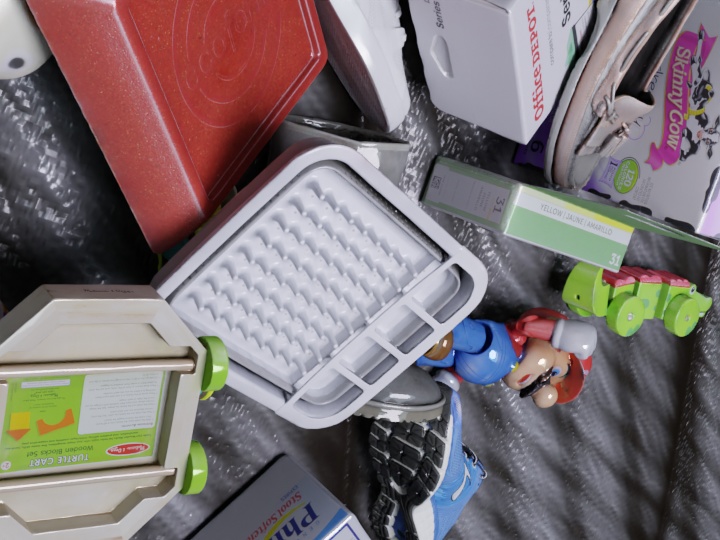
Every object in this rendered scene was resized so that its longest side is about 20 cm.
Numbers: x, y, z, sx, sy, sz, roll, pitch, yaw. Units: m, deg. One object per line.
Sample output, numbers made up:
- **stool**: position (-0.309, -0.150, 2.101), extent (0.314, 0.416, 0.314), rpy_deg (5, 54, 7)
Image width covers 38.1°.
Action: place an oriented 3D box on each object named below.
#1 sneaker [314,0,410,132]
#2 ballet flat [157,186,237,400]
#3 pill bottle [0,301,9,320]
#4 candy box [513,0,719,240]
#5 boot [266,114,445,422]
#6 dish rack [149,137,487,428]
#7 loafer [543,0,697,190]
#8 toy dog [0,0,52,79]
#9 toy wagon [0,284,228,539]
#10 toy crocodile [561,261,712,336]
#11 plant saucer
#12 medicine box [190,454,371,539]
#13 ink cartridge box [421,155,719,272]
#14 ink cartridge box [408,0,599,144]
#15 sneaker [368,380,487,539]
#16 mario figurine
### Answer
- **sneaker**: position (0.018, -0.202, 0.707), extent (0.115, 0.074, 0.201), rpy_deg (-35, 125, -15)
- **ballet flat**: position (-0.107, -0.007, 0.711), extent (0.067, 0.066, 0.202), rpy_deg (-29, 124, -43)
- **pill bottle**: position (-0.244, 0.071, 0.612), extent (0.112, 0.112, 0.201), rpy_deg (-35, 126, -18)
- **candy box**: position (0.233, -0.131, 0.808), extent (0.071, 0.200, 0.169), rpy_deg (10, 103, -38)
- **boot**: position (0.001, 0.001, 0.765), extent (0.180, 0.073, 0.202), rpy_deg (14, 97, -15)
- **dish rack**: position (-0.028, 0.009, 0.669), extent (0.171, 0.044, 0.200), rpy_deg (-41, 136, 12)
- **loafer**: position (0.189, -0.140, 0.742), extent (0.072, 0.063, 0.201), rpy_deg (-28, 141, -50)
- **toy dog**: position (-0.229, -0.181, 0.519), extent (0.201, 0.139, 0.195), rpy_deg (58, 37, -35)
- **toy wagon**: position (-0.161, 0.106, 0.588), extent (0.154, 0.040, 0.202), rpy_deg (1, 110, -35)
- **toy crocodile**: position (0.262, 0.022, 0.981), extent (0.199, 0.067, 0.062), rpy_deg (3, 107, -36)
- **plant saucer**: position (-0.085, -0.140, 0.608), extent (0.200, 0.036, 0.201), rpy_deg (-58, 149, -32)
- **medicine box**: position (-0.059, 0.287, 0.842), extent (0.182, 0.103, 0.201), rpy_deg (-41, 127, -14)
- **ink cartridge box**: position (0.163, -0.033, 0.800), extent (0.145, 0.200, 0.048), rpy_deg (15, 99, -39)
- **ink cartridge box**: position (0.128, -0.212, 0.728), extent (0.200, 0.084, 0.145), rpy_deg (-53, 153, -16)
- **sneaker**: position (0.060, 0.162, 0.891), extent (0.089, 0.078, 0.201), rpy_deg (-33, 144, -34)
- **mario figurine**: position (0.120, 0.083, 0.876), extent (0.199, 0.123, 0.107), rpy_deg (7, 93, -33)
